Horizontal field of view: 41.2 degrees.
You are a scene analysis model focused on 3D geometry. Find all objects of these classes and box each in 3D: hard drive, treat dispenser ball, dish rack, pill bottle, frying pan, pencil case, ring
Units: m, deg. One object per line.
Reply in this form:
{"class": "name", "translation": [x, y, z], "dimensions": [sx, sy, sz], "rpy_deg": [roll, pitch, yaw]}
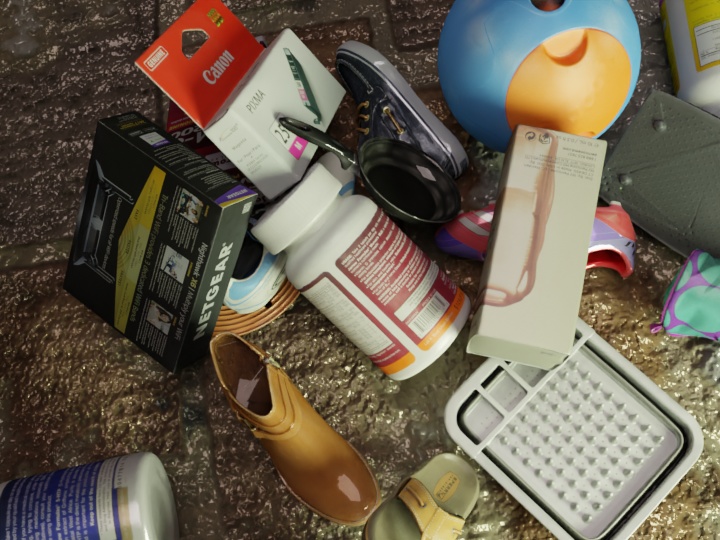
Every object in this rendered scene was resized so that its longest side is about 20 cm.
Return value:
{"class": "hard drive", "translation": [0.344, -0.079, 0.940], "dimensions": [0.200, 0.135, 0.042], "rpy_deg": [35, 33, 15]}
{"class": "treat dispenser ball", "translation": [0.177, -0.214, 0.961], "dimensions": [0.201, 0.201, 0.201], "rpy_deg": [-2, 68, 4]}
{"class": "dish rack", "translation": [0.197, 0.151, 0.899], "dimensions": [0.172, 0.044, 0.200], "rpy_deg": [-43, 71, -13]}
{"class": "pill bottle", "translation": [-0.274, 0.241, 0.861], "dimensions": [0.200, 0.120, 0.120], "rpy_deg": [-12, 68, 0]}
{"class": "frying pan", "translation": [0.015, -0.087, 0.911], "dimensions": [0.190, 0.031, 0.115], "rpy_deg": [3, 48, -35]}
{"class": "pill bottle", "translation": [0.000, 0.000, 0.900], "dimensions": [0.200, 0.110, 0.110], "rpy_deg": [45, 76, -10]}
{"class": "pencil case", "translation": [0.385, 0.056, 0.899], "dimensions": [0.200, 0.085, 0.093], "rpy_deg": [25, 109, 14]}
{"class": "ring", "translation": [-0.145, -0.022, 1.009], "dimensions": [0.200, 0.019, 0.201], "rpy_deg": [-2, 69, 5]}
{"class": "pill bottle", "translation": [0.377, -0.220, 0.998], "dimensions": [0.104, 0.104, 0.200], "rpy_deg": [-3, 69, 3]}

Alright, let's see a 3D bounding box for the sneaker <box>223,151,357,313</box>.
{"class": "sneaker", "translation": [-0.075, -0.047, 0.959], "dimensions": [0.072, 0.072, 0.200], "rpy_deg": [26, 72, 39]}

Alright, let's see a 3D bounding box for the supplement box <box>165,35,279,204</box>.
{"class": "supplement box", "translation": [-0.142, -0.149, 0.995], "dimensions": [0.109, 0.061, 0.200], "rpy_deg": [-14, 49, 12]}

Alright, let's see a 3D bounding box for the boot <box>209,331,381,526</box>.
{"class": "boot", "translation": [-0.064, 0.145, 0.862], "dimensions": [0.200, 0.155, 0.074], "rpy_deg": [42, 77, 18]}

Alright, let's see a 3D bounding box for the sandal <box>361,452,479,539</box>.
{"class": "sandal", "translation": [0.062, 0.210, 0.821], "dimensions": [0.080, 0.054, 0.200], "rpy_deg": [43, 32, 5]}

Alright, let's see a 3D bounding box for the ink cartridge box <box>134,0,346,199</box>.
{"class": "ink cartridge box", "translation": [-0.105, -0.186, 0.924], "dimensions": [0.044, 0.174, 0.200], "rpy_deg": [-32, 22, 31]}

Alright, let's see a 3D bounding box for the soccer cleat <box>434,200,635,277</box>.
{"class": "soccer cleat", "translation": [0.176, -0.026, 0.959], "dimensions": [0.200, 0.067, 0.077], "rpy_deg": [-3, 64, -1]}

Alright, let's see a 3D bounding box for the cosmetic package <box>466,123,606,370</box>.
{"class": "cosmetic package", "translation": [0.160, -0.019, 0.878], "dimensions": [0.087, 0.103, 0.200], "rpy_deg": [11, 75, 3]}

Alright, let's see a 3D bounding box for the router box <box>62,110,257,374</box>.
{"class": "router box", "translation": [-0.196, -0.025, 0.909], "dimensions": [0.157, 0.200, 0.052], "rpy_deg": [35, 34, 18]}

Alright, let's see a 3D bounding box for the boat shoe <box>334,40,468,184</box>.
{"class": "boat shoe", "translation": [0.018, -0.157, 1.019], "dimensions": [0.091, 0.071, 0.200], "rpy_deg": [-37, 72, -14]}
